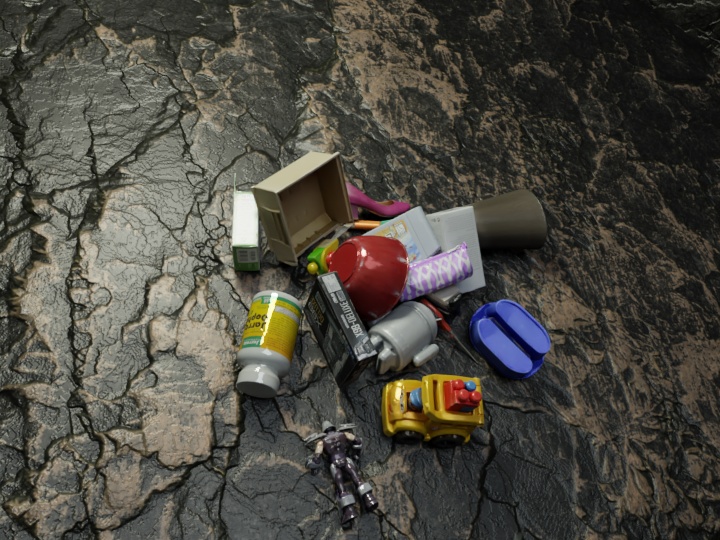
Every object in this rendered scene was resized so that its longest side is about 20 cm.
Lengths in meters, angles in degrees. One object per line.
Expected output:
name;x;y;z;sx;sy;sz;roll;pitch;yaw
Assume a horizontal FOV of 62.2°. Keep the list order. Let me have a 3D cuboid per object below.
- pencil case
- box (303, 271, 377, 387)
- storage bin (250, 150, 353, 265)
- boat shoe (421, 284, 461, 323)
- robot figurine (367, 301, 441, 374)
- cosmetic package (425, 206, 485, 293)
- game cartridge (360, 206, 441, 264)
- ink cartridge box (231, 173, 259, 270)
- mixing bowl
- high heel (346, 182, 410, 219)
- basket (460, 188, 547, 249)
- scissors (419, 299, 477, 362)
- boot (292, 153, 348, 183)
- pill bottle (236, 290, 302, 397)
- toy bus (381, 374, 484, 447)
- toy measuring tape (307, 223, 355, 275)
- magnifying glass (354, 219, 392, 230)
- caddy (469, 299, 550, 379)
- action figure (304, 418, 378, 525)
pencil case;0.162;0.004;1.368;0.198;0.086;0.084;-22;42;-7
box;-0.049;0.127;1.272;0.049;0.158;0.201;-17;68;-27
storage bin;-0.126;-0.142;1.366;0.093;0.200;0.200;18;44;38
boat shoe;0.165;0.052;1.449;0.074;0.093;0.200;-32;46;-20
robot figurine;0.094;0.145;1.335;0.169;0.113;0.199;40;55;22
cosmetic package;0.235;-0.049;1.468;0.101;0.071;0.202;-14;99;-26
game cartridge;0.085;-0.052;1.433;0.199;0.042;0.134;-27;72;4
ink cartridge box;-0.261;-0.112;1.370;0.059;0.104;0.202;-1;60;-9
mixing bowl;0.000;0.000;1.322;0.108;0.199;0.202;25;50;-37
high heel;0.041;-0.184;1.515;0.198;0.067;0.097;-9;107;-28
basket;0.364;-0.125;1.582;0.198;0.136;0.182;-10;60;-19
scissors;0.210;0.144;1.403;0.200;0.073;0.014;44;69;8
boot;-0.142;-0.183;1.479;0.164;0.066;0.200;30;53;9
pill bottle;-0.191;0.153;1.234;0.112;0.113;0.202;16;57;-9
toy bus;0.160;0.275;1.235;0.198;0.192;0.137;8;59;-12
toy measuring tape;-0.064;-0.042;1.429;0.073;0.074;0.200;38;45;6
magnifying glass;0.071;-0.112;1.495;0.198;0.023;0.080;2;36;8
caddy;0.354;0.163;1.422;0.141;0.105;0.200;-42;79;-11
action figure;-0.040;0.385;1.178;0.129;0.070;0.201;-16;63;-18
